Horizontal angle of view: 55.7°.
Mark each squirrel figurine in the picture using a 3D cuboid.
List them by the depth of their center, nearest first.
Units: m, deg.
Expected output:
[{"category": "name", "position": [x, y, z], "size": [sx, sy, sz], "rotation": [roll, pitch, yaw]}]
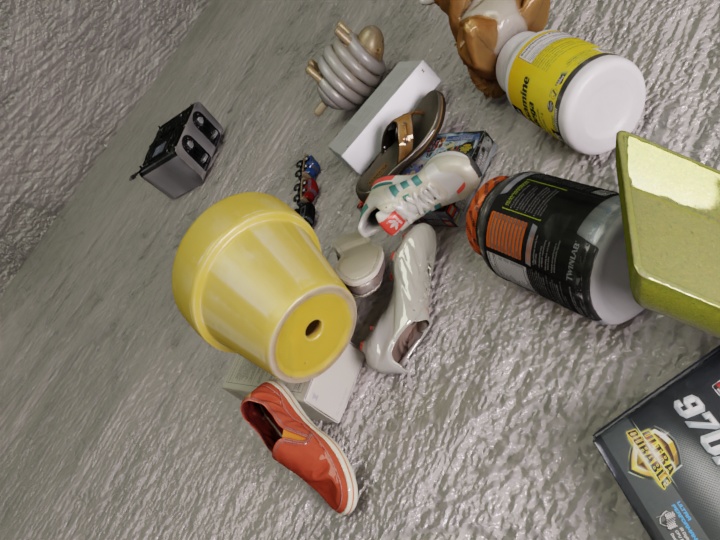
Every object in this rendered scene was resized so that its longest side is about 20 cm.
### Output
[{"category": "squirrel figurine", "position": [0.166, -0.360, 0.991], "size": [0.140, 0.201, 0.188], "rotation": [-35, 57, -5]}]

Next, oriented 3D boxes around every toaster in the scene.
[{"category": "toaster", "position": [-0.454, -0.295, 1.710], "size": [0.197, 0.118, 0.184], "rotation": [-19, 45, 36]}]

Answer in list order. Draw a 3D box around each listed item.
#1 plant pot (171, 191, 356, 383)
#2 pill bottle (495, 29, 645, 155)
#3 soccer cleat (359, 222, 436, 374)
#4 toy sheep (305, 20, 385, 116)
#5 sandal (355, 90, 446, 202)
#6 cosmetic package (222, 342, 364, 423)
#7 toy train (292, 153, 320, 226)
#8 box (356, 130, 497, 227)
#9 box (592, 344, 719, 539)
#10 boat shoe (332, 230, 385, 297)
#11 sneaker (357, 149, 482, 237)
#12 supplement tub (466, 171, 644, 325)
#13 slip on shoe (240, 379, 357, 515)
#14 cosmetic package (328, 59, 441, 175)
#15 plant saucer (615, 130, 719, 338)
[{"category": "plant pot", "position": [-0.106, 0.032, 0.844], "size": [0.188, 0.201, 0.202], "rotation": [35, 85, 40]}, {"category": "pill bottle", "position": [0.251, -0.233, 0.854], "size": [0.112, 0.112, 0.201], "rotation": [-44, 35, 9]}, {"category": "soccer cleat", "position": [0.066, 0.037, 0.868], "size": [0.076, 0.069, 0.204], "rotation": [9, 72, 45]}, {"category": "toy sheep", "position": [-0.027, -0.375, 1.287], "size": [0.200, 0.136, 0.140], "rotation": [-44, 33, 27]}, {"category": "sandal", "position": [0.055, -0.193, 1.022], "size": [0.200, 0.054, 0.082], "rotation": [-48, 35, 5]}, {"category": "cosmetic package", "position": [-0.097, 0.140, 0.947], "size": [0.197, 0.073, 0.105], "rotation": [-2, 56, 47]}, {"category": "toy train", "position": [-0.098, -0.145, 1.242], "size": [0.045, 0.034, 0.203], "rotation": [-26, 42, 25]}, {"category": "box", "position": [0.093, -0.137, 1.011], "size": [0.198, 0.040, 0.139], "rotation": [8, 66, 51]}, {"category": "box", "position": [0.289, 0.166, 0.507], "size": [0.158, 0.046, 0.202], "rotation": [-40, 36, 16]}, {"category": "boat shoe", "position": [0.000, 0.000, 0.930], "size": [0.070, 0.061, 0.200], "rotation": [-20, 18, -3]}, {"category": "sneaker", "position": [0.071, -0.087, 0.887], "size": [0.197, 0.070, 0.095], "rotation": [-11, 41, 49]}, {"category": "supplement tub", "position": [0.207, -0.033, 0.715], "size": [0.124, 0.122, 0.199], "rotation": [-52, 35, -4]}, {"category": "slip on shoe", "position": [-0.076, 0.214, 0.816], "size": [0.200, 0.060, 0.075], "rotation": [44, 130, 29]}, {"category": "cosmetic package", "position": [0.035, -0.261, 1.150], "size": [0.201, 0.051, 0.151], "rotation": [-49, 17, 4]}, {"category": "plant saucer", "position": [0.290, -0.010, 0.551], "size": [0.202, 0.195, 0.048], "rotation": [-70, 3, -48]}]
